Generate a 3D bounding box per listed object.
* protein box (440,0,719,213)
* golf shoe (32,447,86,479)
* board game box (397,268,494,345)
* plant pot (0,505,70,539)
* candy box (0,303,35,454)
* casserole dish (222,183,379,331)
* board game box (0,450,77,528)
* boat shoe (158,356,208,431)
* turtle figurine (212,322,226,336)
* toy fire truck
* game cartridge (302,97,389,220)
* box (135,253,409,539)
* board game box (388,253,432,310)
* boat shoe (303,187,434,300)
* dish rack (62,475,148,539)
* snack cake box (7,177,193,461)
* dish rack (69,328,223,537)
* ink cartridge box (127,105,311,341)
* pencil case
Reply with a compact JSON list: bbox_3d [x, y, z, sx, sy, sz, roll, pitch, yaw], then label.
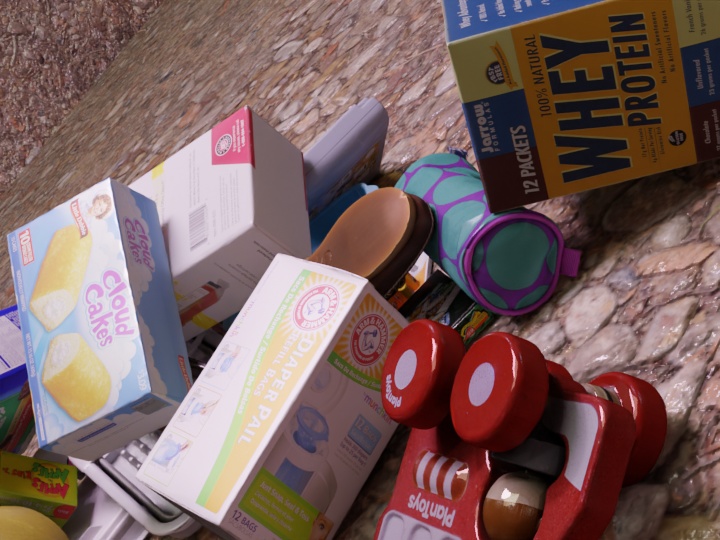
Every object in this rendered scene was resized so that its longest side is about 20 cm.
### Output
[{"bbox_3d":[0.170,-0.167,0.910,0.199,0.136,0.199,-14,30,9],"label":"protein box"},{"bbox_3d":[-0.266,0.129,1.202,0.200,0.092,0.073,-48,23,-5],"label":"golf shoe"},{"bbox_3d":[0.015,0.088,0.983,0.200,0.023,0.105,-46,24,0],"label":"board game box"},{"bbox_3d":[-0.318,0.283,1.044,0.200,0.200,0.142,-32,9,29],"label":"plant pot"},{"bbox_3d":[-0.370,0.129,1.150,0.169,0.077,0.200,-56,-13,26],"label":"candy box"},{"bbox_3d":[-0.047,-0.001,1.152,0.200,0.039,0.121,-39,23,15],"label":"casserole dish"},{"bbox_3d":[-0.354,0.252,1.162,0.200,0.101,0.048,-52,35,31],"label":"board game box"},{"bbox_3d":[-0.170,0.095,1.053,0.199,0.072,0.065,13,55,38],"label":"boat shoe"},{"bbox_3d":[-0.172,0.036,1.287,0.201,0.100,0.150,-57,-15,5],"label":"turtle figurine"},{"bbox_3d":[0.080,0.127,0.723,0.200,0.112,0.169,6,79,63],"label":"toy fire truck"},{"bbox_3d":[-0.031,-0.091,1.236,0.133,0.041,0.200,-50,-6,-11],"label":"game cartridge"},{"bbox_3d":[-0.050,0.104,0.898,0.101,0.113,0.201,16,67,44],"label":"box"},{"bbox_3d":[-0.014,0.012,1.158,0.200,0.026,0.200,-34,26,27],"label":"board game box"},{"bbox_3d":[0.000,0.000,0.999,0.200,0.070,0.071,-38,48,44],"label":"boat shoe"},{"bbox_3d":[-0.230,0.206,1.181,0.200,0.044,0.171,-52,22,-18],"label":"dish rack"},{"bbox_3d":[-0.213,0.040,1.009,0.115,0.067,0.201,-27,61,19],"label":"snack cake box"},{"bbox_3d":[-0.157,0.142,1.095,0.172,0.044,0.200,-48,41,-14],"label":"dish rack"},{"bbox_3d":[-0.147,-0.030,1.103,0.199,0.083,0.146,-29,47,25],"label":"ink cartridge box"},{"bbox_3d":[0.092,-0.035,0.976,0.200,0.092,0.086,-127,44,-66],"label":"pencil case"}]
